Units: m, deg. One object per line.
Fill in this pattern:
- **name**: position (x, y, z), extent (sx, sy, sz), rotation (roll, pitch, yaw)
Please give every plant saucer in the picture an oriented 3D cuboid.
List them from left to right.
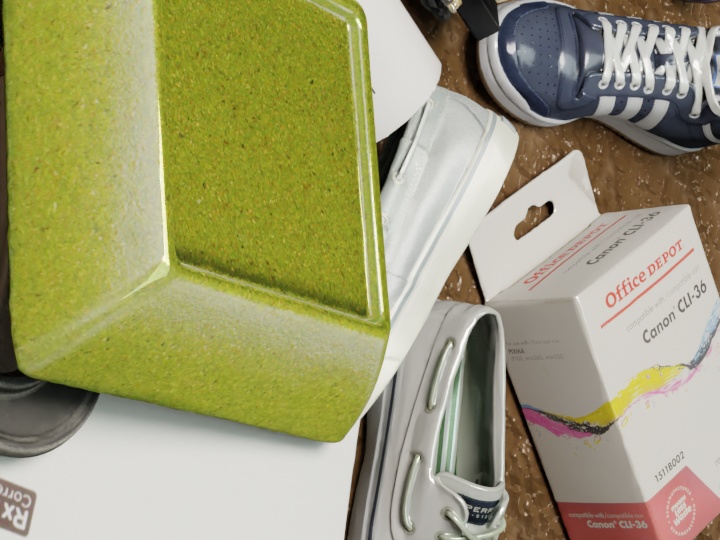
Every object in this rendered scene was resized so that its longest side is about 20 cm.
- **plant saucer**: position (-0.050, -0.048, 0.853), extent (0.200, 0.048, 0.201), rotation (19, 62, -54)

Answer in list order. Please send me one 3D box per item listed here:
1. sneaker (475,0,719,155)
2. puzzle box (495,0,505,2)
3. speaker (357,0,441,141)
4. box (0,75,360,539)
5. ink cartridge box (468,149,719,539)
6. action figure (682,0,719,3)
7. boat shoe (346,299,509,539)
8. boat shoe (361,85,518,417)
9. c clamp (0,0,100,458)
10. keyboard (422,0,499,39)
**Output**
- **sneaker**: position (0.160, -0.110, 1.230), extent (0.199, 0.108, 0.071), rotation (12, 77, -44)
- **puzzle box**: position (0.048, -0.248, 1.115), extent (0.201, 0.025, 0.133), rotation (59, 33, -23)
- **speaker**: position (-0.043, -0.149, 1.050), extent (0.200, 0.081, 0.081), rotation (56, 52, -27)
- **box**: position (-0.111, 0.054, 0.916), extent (0.199, 0.130, 0.201), rotation (29, 61, -40)
- **ink cartridge box**: position (0.141, 0.043, 1.226), extent (0.116, 0.067, 0.201), rotation (-36, 112, -41)
- **action figure**: position (0.153, -0.235, 1.265), extent (0.200, 0.069, 0.131), rotation (33, 73, -34)
- **boat shoe**: position (0.038, 0.113, 1.116), extent (0.073, 0.067, 0.201), rotation (0, 86, -45)
- **boat shoe**: position (0.000, -0.001, 1.088), extent (0.071, 0.070, 0.201), rotation (32, 78, -8)
- **c clamp**: position (-0.131, -0.043, 0.805), extent (0.171, 0.027, 0.201), rotation (42, 51, -39)
- **keyboard**: position (0.013, -0.195, 1.107), extent (0.200, 0.021, 0.127), rotation (54, 18, -26)
